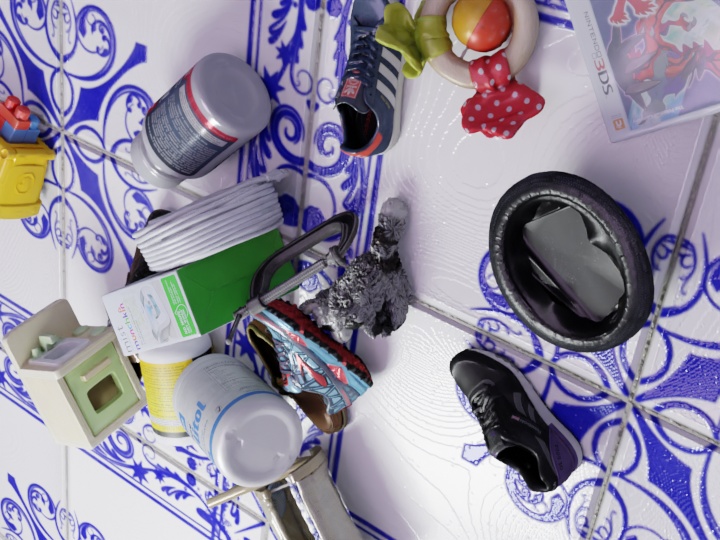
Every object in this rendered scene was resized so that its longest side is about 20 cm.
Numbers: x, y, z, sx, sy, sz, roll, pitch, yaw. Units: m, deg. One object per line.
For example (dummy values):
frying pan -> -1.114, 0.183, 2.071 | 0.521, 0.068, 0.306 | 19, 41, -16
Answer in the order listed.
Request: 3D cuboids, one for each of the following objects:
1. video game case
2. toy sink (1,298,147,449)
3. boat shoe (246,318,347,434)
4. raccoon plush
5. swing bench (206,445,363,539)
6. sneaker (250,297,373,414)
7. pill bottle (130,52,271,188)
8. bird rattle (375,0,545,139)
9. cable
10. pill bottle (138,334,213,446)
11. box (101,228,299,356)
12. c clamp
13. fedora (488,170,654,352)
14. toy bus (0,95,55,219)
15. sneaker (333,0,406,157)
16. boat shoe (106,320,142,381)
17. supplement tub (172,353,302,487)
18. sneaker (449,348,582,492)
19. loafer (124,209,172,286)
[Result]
video game case -> 0.305, -0.236, 0.982 | 0.199, 0.023, 0.183 | -14, 99, 41
toy sink -> -0.443, 0.158, 1.591 | 0.111, 0.130, 0.201 | -1, 118, 41
boat shoe -> -0.096, 0.152, 1.434 | 0.072, 0.068, 0.201 | -39, 84, 40
raccoon plush -> 0.000, 0.000, 1.310 | 0.134, 0.096, 0.201 | 18, 90, 47
swing bench -> -0.083, 0.377, 1.482 | 0.199, 0.130, 0.200 | -24, 92, 37
sneaker -> -0.080, 0.119, 1.342 | 0.200, 0.079, 0.096 | 41, 100, -13
pill bottle -> -0.222, -0.192, 1.359 | 0.199, 0.119, 0.120 | -30, 89, 42
bird rattle -> 0.120, -0.241, 1.082 | 0.200, 0.112, 0.164 | 37, 111, 17
cable -> -0.199, -0.061, 1.341 | 0.199, 0.200, 0.070 | -13, 103, 45
pill bottle -> -0.277, 0.156, 1.551 | 0.112, 0.112, 0.202 | 8, 113, 36
box -> -0.217, 0.032, 1.395 | 0.176, 0.199, 0.097 | -15, 98, 42
c clamp -> -0.081, 0.003, 1.283 | 0.199, 0.171, 0.027 | -34, 113, 14
fedora -> 0.235, -0.017, 1.082 | 0.200, 0.091, 0.202 | 16, 117, 33
toy bus -> -0.599, -0.209, 1.660 | 0.200, 0.135, 0.193 | 39, 115, 23
sneaker -> 0.005, -0.227, 1.184 | 0.075, 0.084, 0.202 | 12, 115, 35
boat shoe -> -0.363, 0.112, 1.639 | 0.072, 0.072, 0.201 | 37, 137, 15
supplement tub -> -0.177, 0.208, 1.436 | 0.200, 0.131, 0.133 | 26, 126, 58
sneaker -> 0.174, 0.178, 1.214 | 0.200, 0.087, 0.076 | 44, 130, 16
loafer -> -0.308, 0.011, 1.502 | 0.073, 0.201, 0.071 | 21, 152, -18
